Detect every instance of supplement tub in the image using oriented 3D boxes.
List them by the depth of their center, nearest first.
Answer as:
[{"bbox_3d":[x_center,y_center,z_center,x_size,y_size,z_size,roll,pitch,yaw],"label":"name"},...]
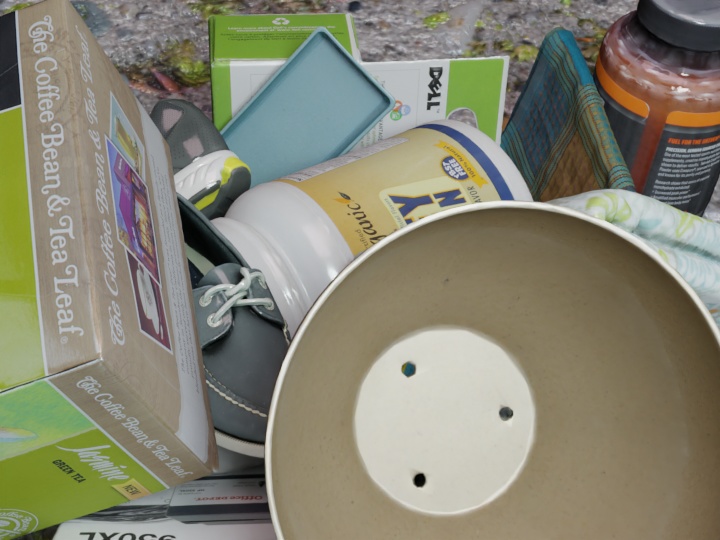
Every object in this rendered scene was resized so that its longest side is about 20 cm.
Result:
[{"bbox_3d":[0.000,0.000,0.789,0.199,0.145,0.144,-24,50,-30],"label":"supplement tub"},{"bbox_3d":[0.206,-0.105,0.871,0.106,0.201,0.107,4,45,-4],"label":"supplement tub"}]

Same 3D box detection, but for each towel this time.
[{"bbox_3d":[0.120,0.005,0.681,0.199,0.171,0.049,13,69,-40],"label":"towel"},{"bbox_3d":[0.129,-0.053,0.860,0.022,0.147,0.201,10,43,-18],"label":"towel"}]

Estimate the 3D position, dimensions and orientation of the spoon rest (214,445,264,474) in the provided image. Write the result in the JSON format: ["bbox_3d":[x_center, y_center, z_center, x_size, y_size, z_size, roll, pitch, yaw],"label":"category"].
[{"bbox_3d":[-0.107,0.054,0.717,0.099,0.061,0.200,-8,34,-27],"label":"spoon rest"}]

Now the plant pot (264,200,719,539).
[{"bbox_3d":[0.052,0.075,0.566,0.199,0.134,0.202,0,89,-8],"label":"plant pot"}]

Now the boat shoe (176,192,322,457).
[{"bbox_3d":[-0.078,0.022,0.656,0.072,0.062,0.200,-7,33,-30],"label":"boat shoe"}]

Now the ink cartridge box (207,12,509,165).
[{"bbox_3d":[-0.005,-0.101,0.897,0.198,0.149,0.076,-3,37,-6],"label":"ink cartridge box"}]

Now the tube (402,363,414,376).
[{"bbox_3d":[0.047,0.091,0.702,0.050,0.200,0.078,-25,36,34],"label":"tube"}]

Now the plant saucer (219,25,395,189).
[{"bbox_3d":[-0.066,-0.070,0.841,0.070,0.200,0.019,44,22,-7],"label":"plant saucer"}]

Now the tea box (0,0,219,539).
[{"bbox_3d":[-0.189,0.012,0.592,0.196,0.134,0.201,-18,58,8],"label":"tea box"}]

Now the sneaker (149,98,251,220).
[{"bbox_3d":[-0.166,-0.036,0.831,0.199,0.074,0.085,-31,70,7],"label":"sneaker"}]

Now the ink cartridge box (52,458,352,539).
[{"bbox_3d":[-0.074,0.152,0.630,0.143,0.085,0.200,3,20,1],"label":"ink cartridge box"}]
